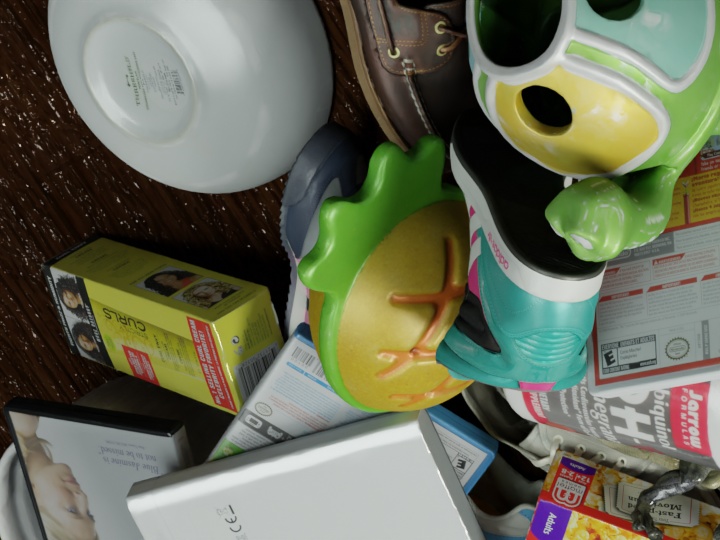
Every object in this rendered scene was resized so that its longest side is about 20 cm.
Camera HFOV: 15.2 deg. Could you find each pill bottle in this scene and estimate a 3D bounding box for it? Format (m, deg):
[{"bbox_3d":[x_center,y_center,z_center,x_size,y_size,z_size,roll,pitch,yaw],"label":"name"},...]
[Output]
[{"bbox_3d":[0.187,0.051,1.504,0.199,0.111,0.111,13,126,31],"label":"pill bottle"}]

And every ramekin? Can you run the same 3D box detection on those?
[{"bbox_3d":[-0.140,0.164,1.836,0.200,0.105,0.201,20,130,26],"label":"ramekin"}]

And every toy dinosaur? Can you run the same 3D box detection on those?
[{"bbox_3d":[0.199,0.119,1.551,0.199,0.088,0.047,6,157,22],"label":"toy dinosaur"}]

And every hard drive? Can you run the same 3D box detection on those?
[{"bbox_3d":[-0.028,0.164,1.656,0.199,0.027,0.132,-16,113,22],"label":"hard drive"}]

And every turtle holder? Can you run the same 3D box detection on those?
[{"bbox_3d":[0.114,-0.104,1.396,0.141,0.132,0.186,20,94,40],"label":"turtle holder"}]

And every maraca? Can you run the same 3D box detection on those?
[{"bbox_3d":[0.023,0.005,1.543,0.107,0.137,0.200,30,159,33],"label":"maraca"}]

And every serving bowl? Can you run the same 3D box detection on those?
[{"bbox_3d":[-0.116,-0.129,1.645,0.200,0.066,0.201,19,129,25],"label":"serving bowl"}]

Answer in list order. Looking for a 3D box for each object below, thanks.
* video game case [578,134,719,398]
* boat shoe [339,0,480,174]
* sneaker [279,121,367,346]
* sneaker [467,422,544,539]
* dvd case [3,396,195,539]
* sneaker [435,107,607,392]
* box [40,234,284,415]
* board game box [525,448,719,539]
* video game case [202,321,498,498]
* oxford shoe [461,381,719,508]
[{"bbox_3d":[0.176,-0.041,1.435,0.143,0.017,0.201,-13,74,42],"label":"video game case"},{"bbox_3d":[0.029,-0.147,1.517,0.070,0.070,0.201,-8,113,45],"label":"boat shoe"},{"bbox_3d":[0.000,0.000,1.643,0.082,0.070,0.200,27,141,27],"label":"sneaker"},{"bbox_3d":[0.031,0.120,1.705,0.200,0.077,0.081,31,127,7],"label":"sneaker"},{"bbox_3d":[-0.152,0.178,1.767,0.142,0.018,0.201,6,122,33],"label":"dvd case"},{"bbox_3d":[0.083,0.002,1.467,0.083,0.200,0.121,7,119,-10],"label":"sneaker"},{"bbox_3d":[-0.124,0.034,1.735,0.200,0.050,0.075,17,130,49],"label":"box"},{"bbox_3d":[0.190,0.203,1.615,0.199,0.046,0.152,19,134,7],"label":"board game box"},{"bbox_3d":[-0.025,0.141,1.668,0.143,0.018,0.200,31,121,-6],"label":"video game case"},{"bbox_3d":[0.135,0.109,1.624,0.200,0.058,0.075,42,134,4],"label":"oxford shoe"}]
